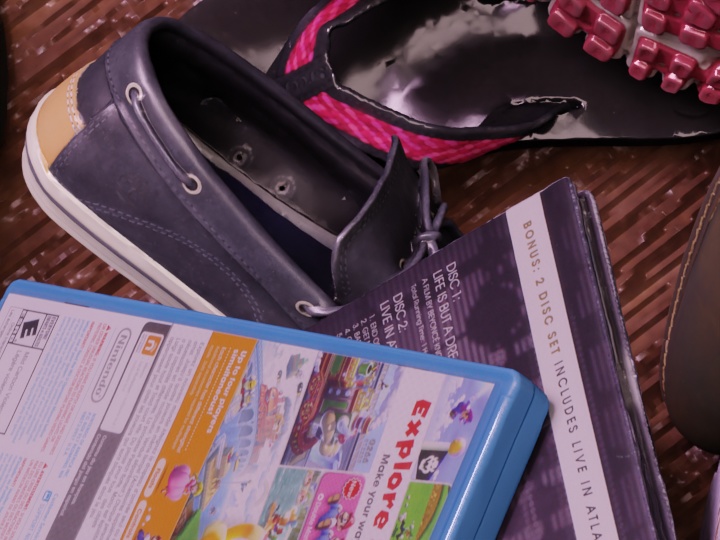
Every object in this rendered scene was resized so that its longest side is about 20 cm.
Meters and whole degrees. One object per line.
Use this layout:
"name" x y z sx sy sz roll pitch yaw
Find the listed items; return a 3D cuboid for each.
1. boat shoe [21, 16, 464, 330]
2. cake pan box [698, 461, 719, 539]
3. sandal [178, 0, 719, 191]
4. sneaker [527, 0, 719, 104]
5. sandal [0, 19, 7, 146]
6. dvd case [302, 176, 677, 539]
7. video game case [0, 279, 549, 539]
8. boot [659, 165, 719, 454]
"boat shoe" 0.000 0.000 0.801 0.200 0.075 0.062 35 126 -6
"cake pan box" 0.176 0.094 0.738 0.183 0.200 0.052 11 67 6
"sandal" 0.027 -0.062 0.839 0.199 0.045 0.075 -8 83 1
"sneaker" 0.116 -0.084 0.812 0.200 0.081 0.075 37 58 -12
"sandal" -0.146 -0.019 0.828 0.057 0.080 0.202 4 82 17
"dvd case" -0.012 0.080 0.727 0.200 0.016 0.149 -31 45 23
"video game case" -0.054 0.079 0.742 0.200 0.018 0.144 9 69 45
"boot" 0.121 0.001 0.750 0.075 0.200 0.097 34 43 3
